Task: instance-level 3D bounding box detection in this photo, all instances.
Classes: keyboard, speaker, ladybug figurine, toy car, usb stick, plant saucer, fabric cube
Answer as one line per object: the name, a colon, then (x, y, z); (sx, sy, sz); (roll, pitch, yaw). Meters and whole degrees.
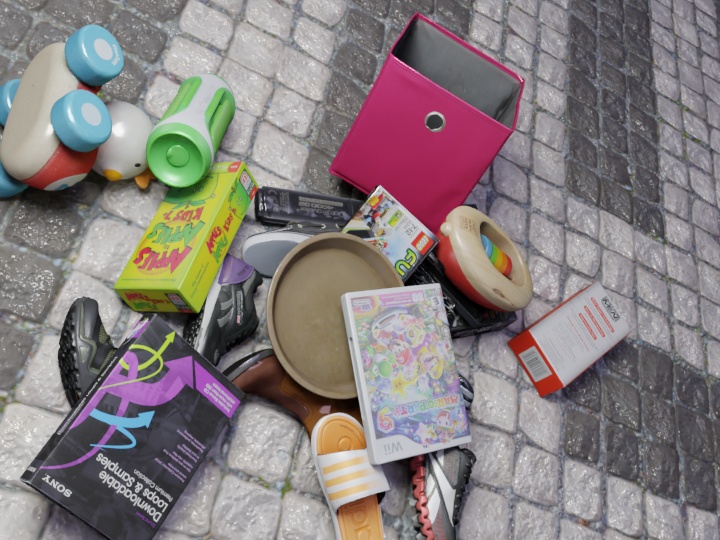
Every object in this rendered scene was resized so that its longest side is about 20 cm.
keyboard: (0.095, 0.005, 1.025); (0.200, 0.040, 0.104); (46, 31, 0)
speaker: (-0.215, -0.186, 0.928); (0.087, 0.089, 0.201); (26, 31, -15)
ladybug figurine: (0.168, -0.011, 1.007); (0.199, 0.071, 0.137); (37, 40, -35)
toy car: (-0.317, -0.154, 0.873); (0.199, 0.182, 0.180); (32, 48, -47)
usb stick: (-0.057, -0.084, 1.039); (0.197, 0.033, 0.057); (6, 70, -27)
plant saucer: (-0.028, 0.055, 0.885); (0.197, 0.029, 0.204); (6, 78, -28)
fabric cube: (0.098, -0.212, 1.044); (0.194, 0.200, 0.201); (31, 37, -4)

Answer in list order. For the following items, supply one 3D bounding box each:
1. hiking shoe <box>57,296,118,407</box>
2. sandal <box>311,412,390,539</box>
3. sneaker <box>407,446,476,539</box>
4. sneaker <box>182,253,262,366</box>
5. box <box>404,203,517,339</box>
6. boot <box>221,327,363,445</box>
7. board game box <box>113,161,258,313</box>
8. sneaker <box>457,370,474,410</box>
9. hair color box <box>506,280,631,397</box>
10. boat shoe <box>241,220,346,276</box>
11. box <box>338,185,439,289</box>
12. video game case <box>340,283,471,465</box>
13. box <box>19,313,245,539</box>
hiking shoe: (-0.269, 0.125, 0.795); (0.099, 0.075, 0.204); (-8, 79, -38)
sandal: (0.003, 0.270, 0.847); (0.078, 0.059, 0.211); (-13, 87, -29)
sneaker: (0.105, 0.274, 0.907); (0.096, 0.071, 0.204); (-8, 66, 1)
sneaker: (-0.165, 0.071, 0.876); (0.087, 0.076, 0.203); (24, 56, -23)
box: (0.137, -0.001, 1.093); (0.155, 0.050, 0.203); (-6, 69, -32)
boot: (-0.076, 0.185, 0.888); (0.187, 0.068, 0.203); (-26, 93, -35)
board game box: (-0.210, -0.045, 0.886); (0.048, 0.100, 0.202); (61, 38, -45)
sneaker: (0.071, 0.127, 0.997); (0.199, 0.087, 0.075); (40, 94, 14)
hair color box: (0.334, 0.105, 1.144); (0.198, 0.061, 0.102); (-26, 80, -35)
boat shoe: (-0.074, -0.039, 0.990); (0.197, 0.071, 0.067); (-4, 45, -26)
box: (0.000, 0.000, 0.951); (0.110, 0.035, 0.201); (39, 92, -7)
video game case: (0.057, 0.121, 0.882); (0.141, 0.018, 0.204); (-5, 78, -29)
box: (-0.225, 0.168, 0.743); (0.143, 0.036, 0.201); (47, 59, -26)
